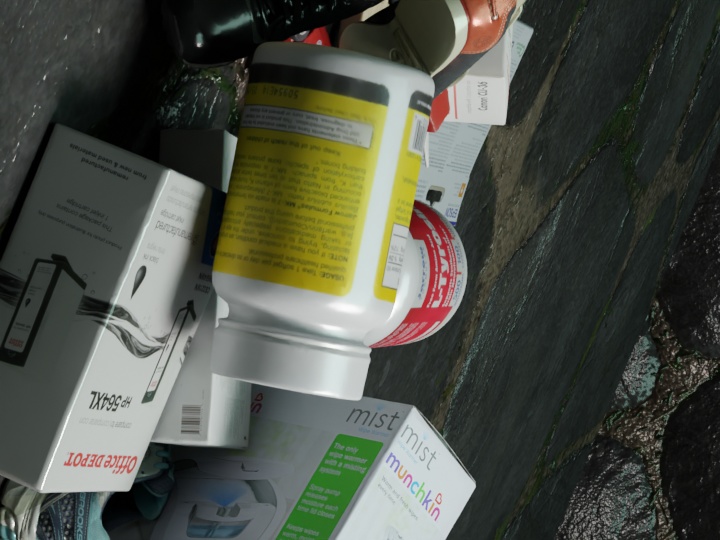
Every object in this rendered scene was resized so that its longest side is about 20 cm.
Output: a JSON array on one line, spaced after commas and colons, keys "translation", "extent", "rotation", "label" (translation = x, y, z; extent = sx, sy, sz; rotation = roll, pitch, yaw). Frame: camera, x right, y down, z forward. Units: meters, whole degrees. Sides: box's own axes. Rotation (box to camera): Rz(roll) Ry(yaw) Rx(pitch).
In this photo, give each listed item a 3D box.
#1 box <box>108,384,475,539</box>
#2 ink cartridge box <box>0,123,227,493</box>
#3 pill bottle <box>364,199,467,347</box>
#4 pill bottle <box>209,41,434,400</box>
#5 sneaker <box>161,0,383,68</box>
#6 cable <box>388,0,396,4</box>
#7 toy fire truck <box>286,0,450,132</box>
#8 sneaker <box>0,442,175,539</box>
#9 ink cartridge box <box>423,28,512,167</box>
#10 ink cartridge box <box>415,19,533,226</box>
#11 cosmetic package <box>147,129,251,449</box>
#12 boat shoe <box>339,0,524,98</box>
[{"translation": [-0.053, 0.172, 1.352], "extent": [0.097, 0.199, 0.177], "rotation": [51, 61, -36], "label": "box"}, {"translation": [-0.160, 0.029, 1.221], "extent": [0.201, 0.084, 0.146], "rotation": [-68, 164, 1], "label": "ink cartridge box"}, {"translation": [0.000, 0.000, 1.451], "extent": [0.113, 0.112, 0.200], "rotation": [-68, 163, 7], "label": "pill bottle"}, {"translation": [-0.027, -0.029, 1.222], "extent": [0.114, 0.113, 0.202], "rotation": [15, 85, -73], "label": "pill bottle"}, {"translation": [-0.034, -0.183, 1.252], "extent": [0.200, 0.087, 0.076], "rotation": [-30, 109, -43], "label": "sneaker"}, {"translation": [0.020, -0.163, 1.576], "extent": [0.163, 0.051, 0.201], "rotation": [-25, 135, -66], "label": "cable"}, {"translation": [-0.008, -0.152, 1.410], "extent": [0.141, 0.048, 0.201], "rotation": [-53, 140, -34], "label": "toy fire truck"}, {"translation": [-0.155, 0.126, 1.362], "extent": [0.200, 0.086, 0.078], "rotation": [-53, 160, -36], "label": "sneaker"}, {"translation": [0.086, -0.188, 1.583], "extent": [0.117, 0.067, 0.202], "rotation": [71, 24, -75], "label": "ink cartridge box"}, {"translation": [0.078, -0.141, 1.795], "extent": [0.201, 0.040, 0.199], "rotation": [-68, 163, 6], "label": "ink cartridge box"}, {"translation": [-0.103, 0.014, 1.325], "extent": [0.082, 0.050, 0.202], "rotation": [25, 67, -71], "label": "cosmetic package"}, {"translation": [0.043, -0.147, 1.282], "extent": [0.062, 0.072, 0.200], "rotation": [-30, 179, -23], "label": "boat shoe"}]
